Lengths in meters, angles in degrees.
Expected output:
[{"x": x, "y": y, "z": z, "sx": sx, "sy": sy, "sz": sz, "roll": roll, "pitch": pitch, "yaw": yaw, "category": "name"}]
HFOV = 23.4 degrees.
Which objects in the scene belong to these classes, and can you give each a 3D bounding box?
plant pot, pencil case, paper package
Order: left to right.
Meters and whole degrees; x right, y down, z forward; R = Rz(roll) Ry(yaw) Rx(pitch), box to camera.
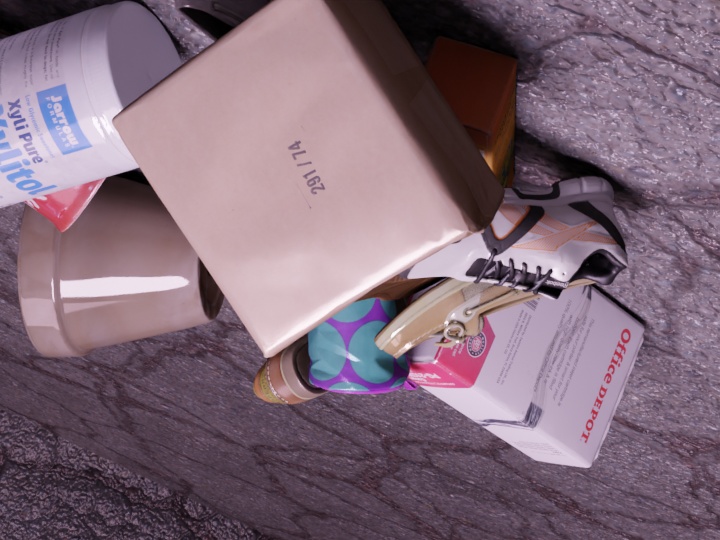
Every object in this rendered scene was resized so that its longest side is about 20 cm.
[{"x": -0.231, "y": -0.009, "z": 1.751, "sx": 0.172, "sy": 0.201, "sz": 0.200, "roll": 3, "pitch": 157, "yaw": 11, "category": "plant pot"}, {"x": -0.034, "y": -0.075, "z": 1.181, "sx": 0.190, "sy": 0.103, "sz": 0.201, "roll": -32, "pitch": 94, "yaw": 24, "category": "paper package"}, {"x": 0.000, "y": 0.000, "z": 1.436, "sx": 0.092, "sy": 0.202, "sz": 0.085, "roll": 0, "pitch": -178, "yaw": -19, "category": "pencil case"}]

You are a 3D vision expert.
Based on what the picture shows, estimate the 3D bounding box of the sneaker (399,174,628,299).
[{"x": 0.116, "y": -0.017, "z": 1.288, "sx": 0.199, "sy": 0.080, "sz": 0.074, "roll": -11, "pitch": 157, "yaw": -24, "category": "sneaker"}]

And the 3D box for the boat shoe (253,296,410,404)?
[{"x": -0.017, "y": 0.065, "z": 1.540, "sx": 0.068, "sy": 0.072, "sz": 0.199, "roll": -24, "pitch": 176, "yaw": 43, "category": "boat shoe"}]

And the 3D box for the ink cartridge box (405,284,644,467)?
[{"x": 0.139, "y": 0.064, "z": 1.529, "sx": 0.200, "sy": 0.145, "sz": 0.084, "roll": 34, "pitch": 160, "yaw": -29, "category": "ink cartridge box"}]

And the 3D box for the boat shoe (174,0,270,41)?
[{"x": -0.062, "y": -0.161, "z": 1.284, "sx": 0.072, "sy": 0.066, "sz": 0.200, "roll": 7, "pitch": 155, "yaw": 40, "category": "boat shoe"}]

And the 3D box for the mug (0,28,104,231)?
[{"x": -0.324, "y": -0.139, "z": 1.568, "sx": 0.199, "sy": 0.134, "sz": 0.177, "roll": 33, "pitch": 158, "yaw": -16, "category": "mug"}]

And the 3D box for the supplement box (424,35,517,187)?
[{"x": 0.079, "y": -0.094, "z": 1.298, "sx": 0.068, "sy": 0.067, "sz": 0.200, "roll": 17, "pitch": 161, "yaw": 9, "category": "supplement box"}]

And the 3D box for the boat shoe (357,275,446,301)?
[{"x": 0.016, "y": -0.018, "z": 1.346, "sx": 0.199, "sy": 0.072, "sz": 0.072, "roll": -9, "pitch": 165, "yaw": -46, "category": "boat shoe"}]

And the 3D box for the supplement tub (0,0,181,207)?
[{"x": -0.253, "y": -0.129, "z": 1.398, "sx": 0.199, "sy": 0.133, "sz": 0.132, "roll": -14, "pitch": 145, "yaw": 23, "category": "supplement tub"}]

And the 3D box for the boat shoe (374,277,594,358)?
[{"x": 0.107, "y": 0.023, "z": 1.385, "sx": 0.063, "sy": 0.200, "sz": 0.073, "roll": 61, "pitch": 169, "yaw": 4, "category": "boat shoe"}]
